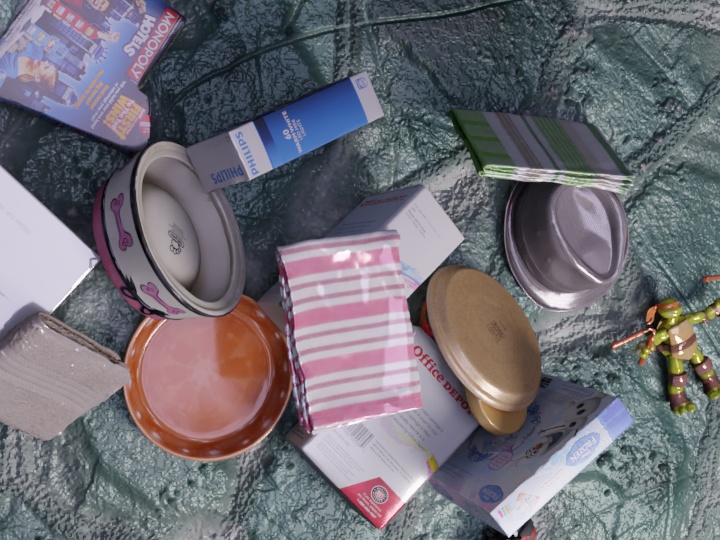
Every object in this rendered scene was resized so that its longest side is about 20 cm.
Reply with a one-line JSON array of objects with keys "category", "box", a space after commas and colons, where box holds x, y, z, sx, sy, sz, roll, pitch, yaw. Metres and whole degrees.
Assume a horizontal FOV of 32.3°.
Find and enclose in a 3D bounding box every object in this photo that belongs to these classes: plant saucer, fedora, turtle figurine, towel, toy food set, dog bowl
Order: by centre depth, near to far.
[{"category": "towel", "box": [-0.333, 0.117, 1.308, 0.132, 0.200, 0.035, -37, 62, 4]}, {"category": "towel", "box": [-0.008, 0.062, 1.314, 0.146, 0.030, 0.201, -10, 95, -27]}, {"category": "dog bowl", "box": [-0.209, -0.035, 1.348, 0.074, 0.200, 0.201, -19, 101, 23]}, {"category": "plant saucer", "box": [-0.177, 0.119, 1.440, 0.199, 0.032, 0.201, -1, 92, -19]}, {"category": "toy food set", "box": [0.146, 0.083, 1.482, 0.200, 0.049, 0.198, 48, 35, -10]}, {"category": "towel", "box": [0.217, -0.144, 1.506, 0.199, 0.149, 0.031, 4, 123, -16]}, {"category": "fedora", "box": [0.271, -0.044, 1.545, 0.176, 0.090, 0.201, -20, 99, -16]}, {"category": "turtle figurine", "box": [0.407, 0.101, 1.611, 0.200, 0.064, 0.162, -28, 109, -23]}]

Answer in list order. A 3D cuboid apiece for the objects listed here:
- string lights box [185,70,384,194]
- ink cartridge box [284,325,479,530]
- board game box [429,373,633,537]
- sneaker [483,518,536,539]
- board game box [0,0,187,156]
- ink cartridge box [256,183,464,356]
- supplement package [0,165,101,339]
[{"category": "string lights box", "box": [-0.082, -0.154, 1.388, 0.200, 0.103, 0.059, -30, 102, -34]}, {"category": "ink cartridge box", "box": [0.034, 0.182, 1.484, 0.200, 0.083, 0.146, -45, 104, -11]}, {"category": "board game box", "box": [0.195, 0.212, 1.476, 0.199, 0.200, 0.043, -39, 104, -12]}, {"category": "sneaker", "box": [0.172, 0.400, 1.547, 0.098, 0.071, 0.201, 31, 85, -17]}, {"category": "board game box", "box": [-0.290, -0.224, 1.369, 0.200, 0.062, 0.200, 37, 82, -17]}, {"category": "ink cartridge box", "box": [0.000, 0.000, 1.416, 0.200, 0.145, 0.088, -47, 107, -20]}, {"category": "supplement package", "box": [-0.405, -0.025, 1.316, 0.200, 0.111, 0.156, 44, 80, -15]}]
